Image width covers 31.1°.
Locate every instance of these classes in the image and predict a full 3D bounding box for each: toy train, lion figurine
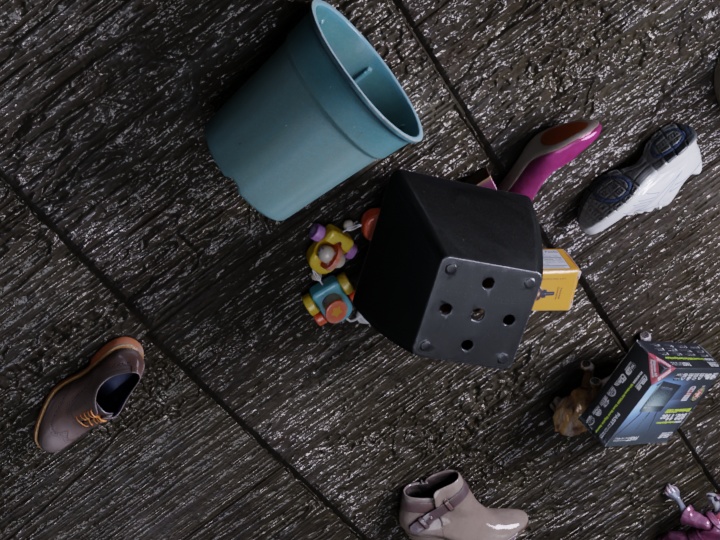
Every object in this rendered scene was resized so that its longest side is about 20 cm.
[{"bbox_3d":[0.000,0.000,1.712,0.149,0.056,0.202,2,121,-19],"label":"toy train"},{"bbox_3d":[0.380,0.177,1.945,0.198,0.073,0.123,-18,133,-12],"label":"lion figurine"}]

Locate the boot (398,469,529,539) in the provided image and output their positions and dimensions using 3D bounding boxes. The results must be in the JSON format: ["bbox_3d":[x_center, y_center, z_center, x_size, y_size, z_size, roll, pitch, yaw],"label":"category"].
[{"bbox_3d":[0.157,0.368,1.997,0.198,0.070,0.147,-19,124,-6],"label":"boot"}]

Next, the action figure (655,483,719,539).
[{"bbox_3d":[0.563,0.443,2.140,0.133,0.150,0.201,8,133,-16],"label":"action figure"}]

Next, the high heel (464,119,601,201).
[{"bbox_3d":[0.240,-0.121,1.704,0.199,0.068,0.096,-26,118,18],"label":"high heel"}]

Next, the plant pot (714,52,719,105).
[{"bbox_3d":[0.589,-0.229,1.668,0.185,0.200,0.189,-9,124,-13],"label":"plant pot"}]

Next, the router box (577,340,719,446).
[{"bbox_3d":[0.428,0.180,1.895,0.199,0.062,0.150,5,125,-49],"label":"router box"}]

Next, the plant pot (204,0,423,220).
[{"bbox_3d":[-0.063,-0.173,1.504,0.196,0.201,0.200,-37,126,17],"label":"plant pot"}]

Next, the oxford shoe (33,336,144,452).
[{"bbox_3d":[-0.359,0.176,1.696,0.071,0.073,0.200,33,108,-33],"label":"oxford shoe"}]

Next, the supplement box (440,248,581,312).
[{"bbox_3d":[0.198,0.013,1.780,0.198,0.069,0.067,1,121,-17],"label":"supplement box"}]

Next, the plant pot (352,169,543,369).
[{"bbox_3d":[0.124,0.015,1.617,0.198,0.178,0.201,10,114,-18],"label":"plant pot"}]

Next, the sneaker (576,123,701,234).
[{"bbox_3d":[0.386,-0.109,1.761,0.199,0.075,0.087,-36,131,8],"label":"sneaker"}]
